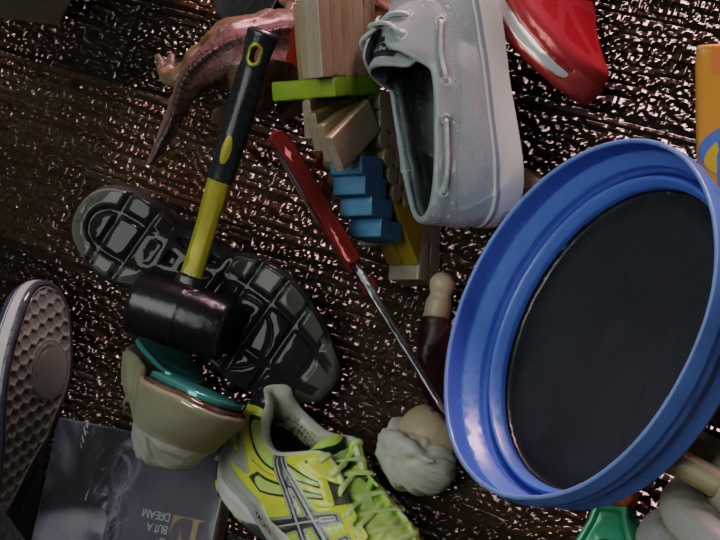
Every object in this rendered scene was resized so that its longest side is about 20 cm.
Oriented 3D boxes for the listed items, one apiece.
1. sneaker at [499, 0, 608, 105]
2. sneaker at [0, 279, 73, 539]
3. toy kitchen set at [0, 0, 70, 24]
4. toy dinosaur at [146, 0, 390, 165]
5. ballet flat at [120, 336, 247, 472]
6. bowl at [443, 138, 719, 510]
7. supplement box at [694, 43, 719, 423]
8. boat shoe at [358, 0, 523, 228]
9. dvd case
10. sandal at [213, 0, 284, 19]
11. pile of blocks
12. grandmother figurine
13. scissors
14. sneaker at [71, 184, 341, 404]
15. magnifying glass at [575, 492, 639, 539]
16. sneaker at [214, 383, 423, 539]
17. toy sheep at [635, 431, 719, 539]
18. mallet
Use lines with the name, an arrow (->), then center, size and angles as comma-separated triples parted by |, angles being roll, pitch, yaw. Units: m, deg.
sneaker -> 0.121, -0.203, 1.199 | 0.115, 0.078, 0.201 | -37, 62, 20
sneaker -> -0.277, 0.099, 1.370 | 0.145, 0.077, 0.204 | 8, 83, 30
toy kitchen set -> -0.213, -0.282, 1.387 | 0.163, 0.199, 0.182 | 142, 131, -67
toy dinosaur -> -0.049, -0.137, 1.247 | 0.086, 0.199, 0.135 | 65, 155, 1
ballet flat -> -0.114, 0.089, 1.230 | 0.070, 0.069, 0.200 | -65, 13, 1
bowl -> 0.123, 0.030, 1.051 | 0.200, 0.039, 0.202 | -36, 41, 38
supplement box -> 0.212, -0.024, 1.075 | 0.066, 0.069, 0.201 | -5, 61, 14
boat shoe -> 0.039, -0.121, 1.161 | 0.070, 0.071, 0.202 | -30, 69, 60
dvd case -> -0.159, 0.204, 1.306 | 0.148, 0.016, 0.201 | 7, 82, 33
sandal -> -0.045, -0.253, 1.333 | 0.075, 0.045, 0.201 | 27, 93, 35
pile of blocks -> -0.013, -0.071, 1.203 | 0.062, 0.082, 0.201 | -2, 118, 35
grandmother figurine -> 0.073, 0.045, 1.180 | 0.201, 0.060, 0.121 | -59, 29, 9
scissors -> 0.000, 0.000, 1.188 | 0.014, 0.073, 0.201 | -32, 84, -5
sneaker -> -0.089, 0.012, 1.282 | 0.200, 0.079, 0.076 | 38, 94, 13
magnifying glass -> 0.139, 0.152, 1.130 | 0.079, 0.022, 0.201 | 4, 79, 33
sneaker -> -0.013, 0.143, 1.182 | 0.200, 0.075, 0.077 | 36, 129, 31
toy sheep -> 0.198, 0.150, 1.028 | 0.138, 0.137, 0.201 | 34, 113, 33
mallet -> -0.077, -0.043, 1.210 | 0.066, 0.041, 0.201 | 26, 101, 8
